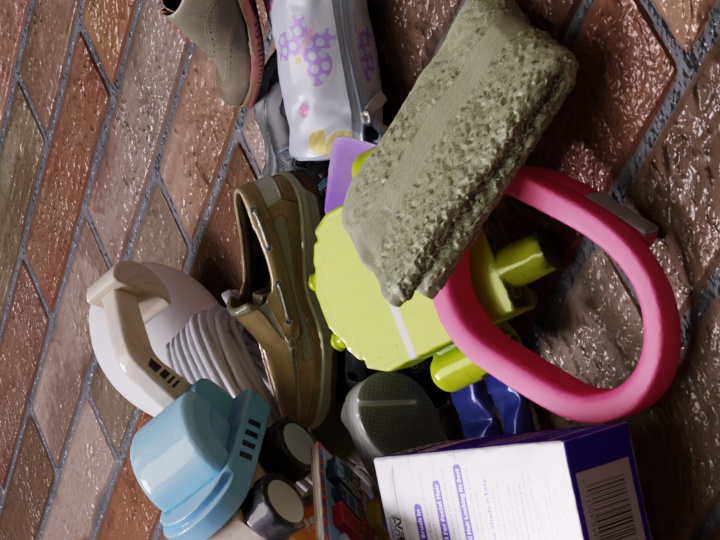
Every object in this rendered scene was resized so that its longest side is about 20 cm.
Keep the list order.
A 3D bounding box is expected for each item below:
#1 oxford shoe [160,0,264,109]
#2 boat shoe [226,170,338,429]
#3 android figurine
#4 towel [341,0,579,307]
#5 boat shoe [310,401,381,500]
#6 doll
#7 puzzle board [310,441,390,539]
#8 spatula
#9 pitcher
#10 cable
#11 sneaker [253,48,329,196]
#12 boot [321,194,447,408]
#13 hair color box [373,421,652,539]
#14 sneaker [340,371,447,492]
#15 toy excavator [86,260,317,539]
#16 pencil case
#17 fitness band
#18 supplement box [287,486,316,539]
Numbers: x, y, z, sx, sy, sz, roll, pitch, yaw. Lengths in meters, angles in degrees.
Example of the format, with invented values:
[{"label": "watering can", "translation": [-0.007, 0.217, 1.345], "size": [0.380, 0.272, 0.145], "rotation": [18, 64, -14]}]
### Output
[{"label": "oxford shoe", "translation": [-0.113, -0.196, 1.729], "size": [0.200, 0.074, 0.071], "rotation": [86, 171, -49]}, {"label": "boat shoe", "translation": [-0.068, 0.027, 1.754], "size": [0.072, 0.076, 0.201], "rotation": [5, 105, 55]}, {"label": "android figurine", "translation": [0.045, -0.005, 1.607], "size": [0.200, 0.041, 0.183], "rotation": [-29, 79, 33]}, {"label": "towel", "translation": [0.059, -0.082, 1.517], "size": [0.200, 0.036, 0.148], "rotation": [-55, 30, 11]}, {"label": "boat shoe", "translation": [0.039, 0.166, 1.805], "size": [0.073, 0.063, 0.200], "rotation": [-49, 53, 4]}, {"label": "doll", "translation": [0.079, 0.041, 1.646], "size": [0.136, 0.048, 0.201], "rotation": [-28, 79, 51]}, {"label": "puzzle board", "translation": [0.021, 0.215, 1.624], "size": [0.151, 0.017, 0.200], "rotation": [48, -167, -19]}, {"label": "spatula", "translation": [0.000, 0.000, 1.690], "size": [0.056, 0.021, 0.201], "rotation": [16, 122, 27]}, {"label": "pitcher", "translation": [-0.159, 0.102, 2.102], "size": [0.200, 0.121, 0.172], "rotation": [48, 154, 26]}, {"label": "cable", "translation": [-0.082, 0.120, 1.879], "size": [0.200, 0.069, 0.200], "rotation": [54, -170, -3]}, {"label": "sneaker", "translation": [-0.038, -0.096, 1.825], "size": [0.082, 0.073, 0.201], "rotation": [24, 126, 28]}, {"label": "boot", "translation": [-0.005, 0.019, 1.785], "size": [0.198, 0.073, 0.163], "rotation": [10, 113, 55]}, {"label": "hair color box", "translation": [0.100, 0.164, 1.513], "size": [0.200, 0.065, 0.110], "rotation": [-11, 91, 51]}, {"label": "sneaker", "translation": [0.054, 0.163, 1.711], "size": [0.201, 0.070, 0.080], "rotation": [59, 161, -3]}, {"label": "toy excavator", "translation": [-0.132, 0.106, 1.727], "size": [0.100, 0.200, 0.195], "rotation": [-36, 23, 29]}, {"label": "pencil case", "translation": [-0.028, -0.179, 1.723], "size": [0.091, 0.083, 0.201], "rotation": [179, 80, -78]}, {"label": "fitness band", "translation": [0.125, 0.015, 1.495], "size": [0.200, 0.037, 0.144], "rotation": [32, 119, 35]}, {"label": "supplement box", "translation": [0.019, 0.251, 1.755], "size": [0.200, 0.066, 0.069], "rotation": [50, 169, -3]}]
